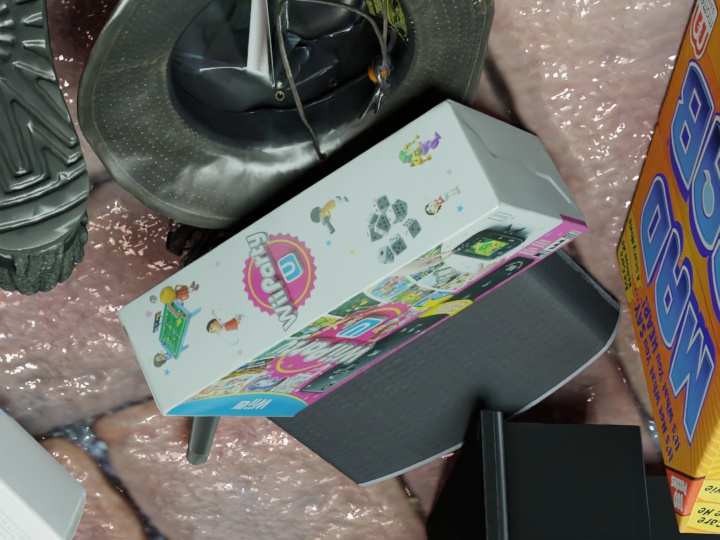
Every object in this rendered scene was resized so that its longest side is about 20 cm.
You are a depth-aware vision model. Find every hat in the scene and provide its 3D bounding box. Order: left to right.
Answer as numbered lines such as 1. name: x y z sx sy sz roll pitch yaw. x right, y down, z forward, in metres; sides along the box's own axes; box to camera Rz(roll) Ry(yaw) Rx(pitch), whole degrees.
1. hat: -0.041 -0.116 0.847 0.200 0.081 0.201 -13 139 -11

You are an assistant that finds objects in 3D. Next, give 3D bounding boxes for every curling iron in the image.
1. curling iron: -0.088 0.037 1.027 0.049 0.026 0.200 2 133 -6

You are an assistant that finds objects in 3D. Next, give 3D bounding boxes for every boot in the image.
1. boot: -0.181 -0.094 0.850 0.079 0.211 0.158 -11 177 -10

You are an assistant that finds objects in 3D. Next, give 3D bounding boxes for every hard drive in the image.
1. hard drive: 0.039 0.049 1.037 0.200 0.042 0.135 -32 128 24

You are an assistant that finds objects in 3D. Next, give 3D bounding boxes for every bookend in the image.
1. bookend: 0.152 0.164 1.082 0.200 0.092 0.199 2 153 -7

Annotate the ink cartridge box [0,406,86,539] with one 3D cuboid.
1. ink cartridge box: -0.279 0.154 1.016 0.200 0.086 0.146 -42 101 11

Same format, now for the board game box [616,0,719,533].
1. board game box: 0.259 -0.006 0.893 0.199 0.200 0.200 4 133 -8

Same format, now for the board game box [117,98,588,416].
1. board game box: 0.000 0.000 0.913 0.200 0.064 0.148 -32 164 19
